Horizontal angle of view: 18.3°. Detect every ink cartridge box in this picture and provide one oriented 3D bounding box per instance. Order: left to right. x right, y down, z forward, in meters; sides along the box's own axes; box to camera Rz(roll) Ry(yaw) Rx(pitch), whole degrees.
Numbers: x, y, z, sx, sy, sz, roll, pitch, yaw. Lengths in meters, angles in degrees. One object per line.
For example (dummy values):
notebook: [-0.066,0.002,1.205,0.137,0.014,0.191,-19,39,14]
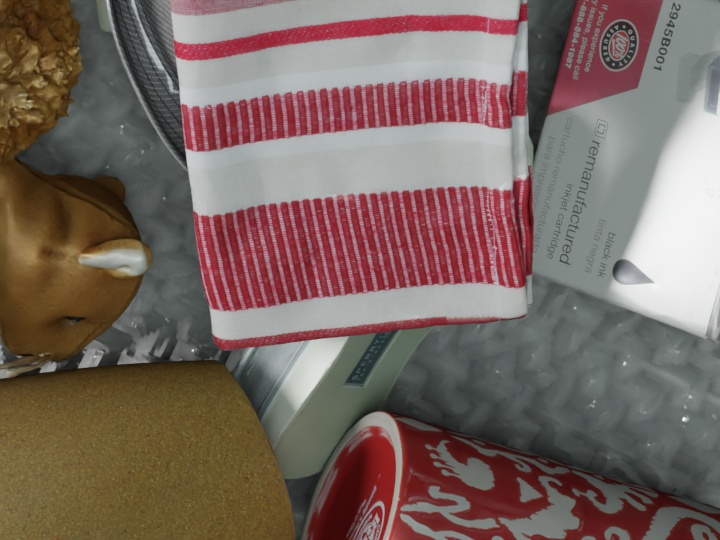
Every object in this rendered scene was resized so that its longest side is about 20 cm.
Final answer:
ink cartridge box: [0.181,-0.040,0.982,0.199,0.085,0.147,20,103,29]

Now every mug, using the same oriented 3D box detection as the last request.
mug: [0.075,0.165,1.018,0.199,0.133,0.179,21,74,-20]

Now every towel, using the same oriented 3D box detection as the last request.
towel: [-0.001,-0.056,0.916,0.143,0.023,0.201,-6,123,-2]

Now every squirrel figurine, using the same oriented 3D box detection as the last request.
squirrel figurine: [-0.177,-0.044,0.970,0.185,0.142,0.201,11,104,-15]

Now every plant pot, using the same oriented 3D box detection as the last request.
plant pot: [-0.137,0.121,1.003,0.199,0.186,0.188,-23,105,-16]

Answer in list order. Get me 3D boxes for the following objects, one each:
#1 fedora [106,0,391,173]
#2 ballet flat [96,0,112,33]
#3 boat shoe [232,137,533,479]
fedora: [-0.018,-0.132,0.951,0.176,0.090,0.202,-14,94,-36]
ballet flat: [-0.082,-0.105,1.002,0.063,0.069,0.201,-28,103,17]
boat shoe: [0.000,0.001,1.019,0.070,0.072,0.201,12,119,-47]
